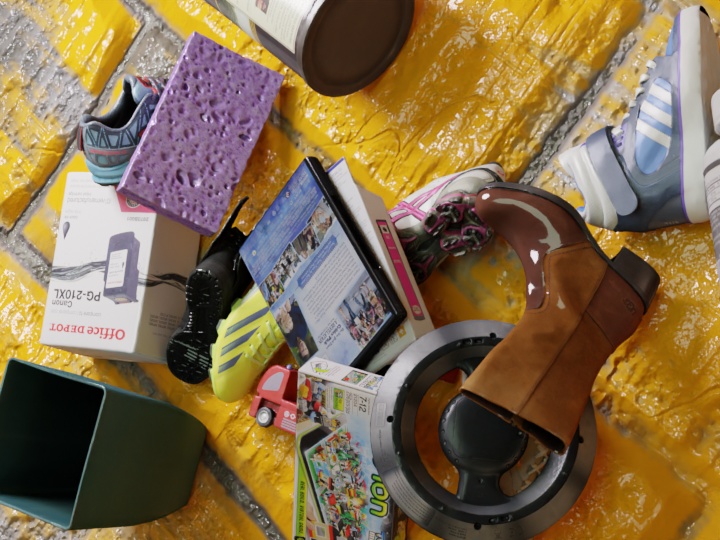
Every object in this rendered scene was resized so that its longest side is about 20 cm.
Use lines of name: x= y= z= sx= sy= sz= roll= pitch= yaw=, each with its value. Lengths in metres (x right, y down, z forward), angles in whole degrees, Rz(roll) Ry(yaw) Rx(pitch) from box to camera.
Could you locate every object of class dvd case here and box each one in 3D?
dvd case: x=-0.040 y=0.010 z=1.398 sx=0.143 sy=0.018 sz=0.200 roll=-51 pitch=55 yaw=34

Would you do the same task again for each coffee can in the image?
coffee can: x=-0.063 y=-0.292 z=1.507 sx=0.200 sy=0.146 sz=0.146 roll=42 pitch=103 yaw=33

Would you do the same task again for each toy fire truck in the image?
toy fire truck: x=-0.010 y=0.114 z=1.444 sx=0.200 sy=0.049 sz=0.141 roll=19 pitch=90 yaw=35

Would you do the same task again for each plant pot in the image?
plant pot: x=-0.262 y=0.186 z=1.501 sx=0.141 sy=0.200 sz=0.141 roll=13 pitch=86 yaw=35

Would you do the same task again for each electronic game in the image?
electronic game: x=0.108 y=0.142 z=1.278 sx=0.200 sy=0.042 sz=0.200 roll=0 pitch=76 yaw=-2

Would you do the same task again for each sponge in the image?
sponge: x=-0.166 y=-0.145 z=1.537 sx=0.030 sy=0.112 sz=0.200 roll=-30 pitch=35 yaw=65

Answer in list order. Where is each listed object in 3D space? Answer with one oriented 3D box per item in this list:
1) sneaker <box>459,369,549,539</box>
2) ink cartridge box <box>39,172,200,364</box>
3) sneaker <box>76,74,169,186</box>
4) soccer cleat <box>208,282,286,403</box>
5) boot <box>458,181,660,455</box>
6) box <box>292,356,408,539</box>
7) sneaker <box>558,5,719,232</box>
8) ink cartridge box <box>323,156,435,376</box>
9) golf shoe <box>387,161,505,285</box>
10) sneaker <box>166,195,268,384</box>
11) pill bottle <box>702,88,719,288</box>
sneaker: x=0.147 y=0.156 z=1.320 sx=0.092 sy=0.076 sz=0.200 roll=-13 pitch=74 yaw=26
ink cartridge box: x=-0.262 y=-0.003 z=1.612 sx=0.145 sy=0.084 sz=0.200 roll=3 pitch=81 yaw=34
sneaker: x=-0.214 y=-0.174 z=1.568 sx=0.200 sy=0.096 sz=0.079 roll=-37 pitch=35 yaw=-22
soccer cleat: x=-0.088 y=0.050 z=1.492 sx=0.084 sy=0.065 sz=0.200 roll=27 pitch=89 yaw=33
boot: x=0.141 y=0.037 z=1.272 sx=0.188 sy=0.068 sz=0.200 roll=37 pitch=64 yaw=0
box: x=-0.007 y=0.188 z=1.370 sx=0.110 sy=0.035 sz=0.200 roll=14 pitch=116 yaw=24
sneaker: x=0.245 y=-0.133 z=1.311 sx=0.146 sy=0.081 sz=0.200 roll=-2 pitch=84 yaw=29
ink cartridge box: x=0.000 y=0.000 z=1.392 sx=0.095 sy=0.037 sz=0.200 roll=-39 pitch=65 yaw=40
golf shoe: x=0.066 y=-0.041 z=1.427 sx=0.200 sy=0.073 sz=0.092 roll=-24 pitch=24 yaw=39
sneaker: x=-0.148 y=0.024 z=1.545 sx=0.060 sy=0.104 sz=0.200 roll=25 pitch=130 yaw=8
pill bottle: x=0.345 y=-0.056 z=1.211 sx=0.111 sy=0.111 sz=0.200 roll=-13 pitch=73 yaw=30
